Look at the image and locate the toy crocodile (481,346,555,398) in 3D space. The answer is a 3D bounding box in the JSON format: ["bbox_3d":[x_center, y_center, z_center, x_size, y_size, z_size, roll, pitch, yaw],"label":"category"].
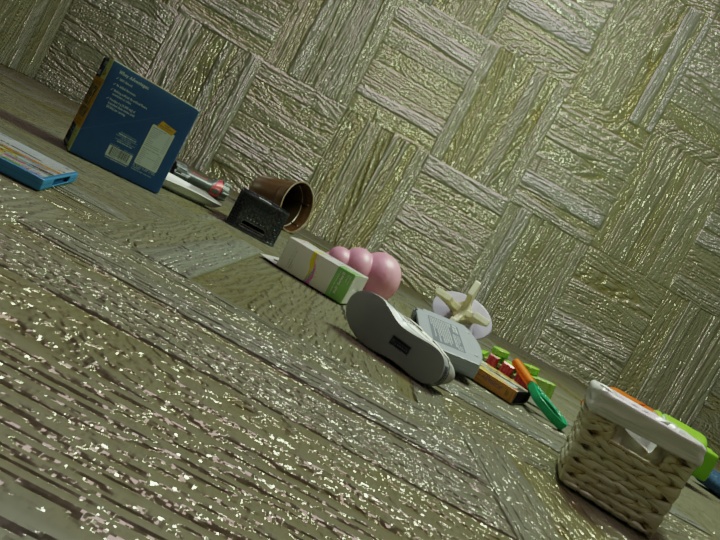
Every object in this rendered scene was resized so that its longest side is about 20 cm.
[{"bbox_3d":[0.325,0.221,1.392,0.199,0.068,0.062,28,8,29],"label":"toy crocodile"}]

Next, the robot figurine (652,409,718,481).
[{"bbox_3d":[0.716,0.403,1.496,0.199,0.117,0.175,29,8,12],"label":"robot figurine"}]

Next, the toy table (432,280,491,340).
[{"bbox_3d":[0.306,0.125,1.948,0.198,0.185,0.117,21,-16,17],"label":"toy table"}]

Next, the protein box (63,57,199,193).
[{"bbox_3d":[-0.485,-0.307,1.360,0.198,0.201,0.135,26,4,-34],"label":"protein box"}]

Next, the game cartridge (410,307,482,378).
[{"bbox_3d":[0.162,0.135,1.214,0.132,0.041,0.200,19,15,-3],"label":"game cartridge"}]

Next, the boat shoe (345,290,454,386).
[{"bbox_3d":[0.060,0.101,0.952,0.199,0.072,0.066,32,0,34],"label":"boat shoe"}]

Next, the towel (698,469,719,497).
[{"bbox_3d":[0.911,0.547,1.554,0.111,0.049,0.200,28,4,-21],"label":"towel"}]

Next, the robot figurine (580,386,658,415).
[{"bbox_3d":[0.571,0.330,1.396,0.115,0.146,0.200,3,12,-21],"label":"robot figurine"}]

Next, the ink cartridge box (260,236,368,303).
[{"bbox_3d":[-0.093,-0.008,1.314,0.199,0.068,0.117,30,4,13],"label":"ink cartridge box"}]

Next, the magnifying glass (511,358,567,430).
[{"bbox_3d":[0.348,0.240,1.270,0.079,0.022,0.200,40,14,-26],"label":"magnifying glass"}]

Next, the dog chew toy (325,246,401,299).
[{"bbox_3d":[0.000,0.000,1.610,0.198,0.126,0.125,19,6,-14],"label":"dog chew toy"}]

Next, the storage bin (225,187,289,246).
[{"bbox_3d":[-0.267,-0.143,1.676,0.134,0.094,0.200,28,3,-12],"label":"storage bin"}]

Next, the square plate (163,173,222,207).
[{"bbox_3d":[-0.481,-0.225,1.664,0.197,0.029,0.199,26,4,-46],"label":"square plate"}]

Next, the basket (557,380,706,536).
[{"bbox_3d":[0.331,0.229,0.817,0.135,0.124,0.200,29,2,19],"label":"basket"}]

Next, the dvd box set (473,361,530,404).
[{"bbox_3d":[0.238,0.200,1.283,0.199,0.030,0.146,31,4,28],"label":"dvd box set"}]

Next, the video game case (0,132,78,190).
[{"bbox_3d":[-0.458,-0.151,0.835,0.142,0.018,0.200,29,3,-16],"label":"video game case"}]

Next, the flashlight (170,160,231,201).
[{"bbox_3d":[-0.518,-0.293,2.078,0.199,0.069,0.067,26,-22,-35],"label":"flashlight"}]

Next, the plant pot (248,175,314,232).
[{"bbox_3d":[-0.315,-0.271,2.472,0.197,0.202,0.200,22,0,30],"label":"plant pot"}]
